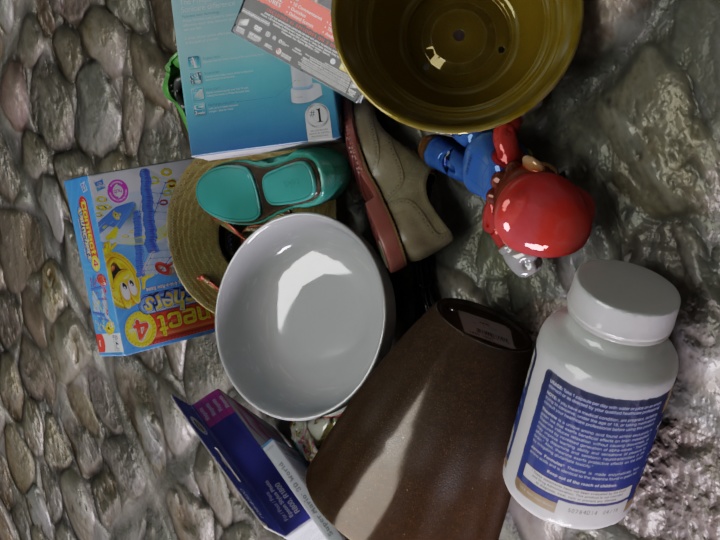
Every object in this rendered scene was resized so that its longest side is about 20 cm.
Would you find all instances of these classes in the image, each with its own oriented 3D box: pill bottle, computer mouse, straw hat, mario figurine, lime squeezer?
[{"bbox_3d":[0.187,0.097,1.013,0.111,0.111,0.200,38,129,39],"label":"pill bottle"},{"bbox_3d":[0.000,0.000,1.277,0.200,0.046,0.140,11,111,50],"label":"computer mouse"},{"bbox_3d":[-0.106,-0.041,1.363,0.201,0.085,0.201,-3,79,14],"label":"straw hat"},{"bbox_3d":[0.135,-0.078,1.077,0.200,0.106,0.123,50,173,45],"label":"mario figurine"},{"bbox_3d":[-0.198,-0.225,1.470,0.071,0.038,0.200,40,130,38],"label":"lime squeezer"}]

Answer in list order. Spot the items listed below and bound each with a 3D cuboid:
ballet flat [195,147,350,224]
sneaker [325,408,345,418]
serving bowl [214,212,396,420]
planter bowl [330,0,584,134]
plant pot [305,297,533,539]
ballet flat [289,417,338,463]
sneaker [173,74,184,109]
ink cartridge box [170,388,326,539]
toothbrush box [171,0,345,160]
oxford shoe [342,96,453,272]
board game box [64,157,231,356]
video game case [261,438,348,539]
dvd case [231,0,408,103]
[{"bbox_3d":[-0.082,-0.085,1.276,0.200,0.070,0.067,-5,97,47],"label":"ballet flat"},{"bbox_3d":[-0.063,0.086,1.360,0.200,0.078,0.082,41,131,37],"label":"sneaker"},{"bbox_3d":[-0.044,0.046,1.242,0.200,0.066,0.200,-3,84,33],"label":"serving bowl"},{"bbox_3d":[0.079,-0.202,1.044,0.083,0.200,0.200,45,-155,-82],"label":"planter bowl"},{"bbox_3d":[0.073,0.133,1.138,0.187,0.187,0.200,39,116,39],"label":"plant pot"},{"bbox_3d":[-0.019,0.190,1.323,0.200,0.076,0.064,-127,47,-55],"label":"ballet flat"},{"bbox_3d":[-0.125,-0.190,1.346,0.200,0.085,0.075,-2,100,52],"label":"sneaker"},{"bbox_3d":[-0.097,0.217,1.373,0.043,0.200,0.196,-42,58,0],"label":"ink cartridge box"},{"bbox_3d":[-0.098,-0.214,1.231,0.085,0.146,0.200,-43,-55,-85],"label":"toothbrush box"},{"bbox_3d":[0.033,-0.091,1.204,0.070,0.075,0.200,72,180,-63],"label":"oxford shoe"},{"bbox_3d":[-0.210,-0.021,1.415,0.056,0.200,0.196,-6,97,51],"label":"board game box"},{"bbox_3d":[-0.016,0.267,1.322,0.018,0.143,0.200,-42,61,3],"label":"video game case"},{"bbox_3d":[-0.018,-0.268,1.113,0.146,0.022,0.200,31,112,17],"label":"dvd case"}]
